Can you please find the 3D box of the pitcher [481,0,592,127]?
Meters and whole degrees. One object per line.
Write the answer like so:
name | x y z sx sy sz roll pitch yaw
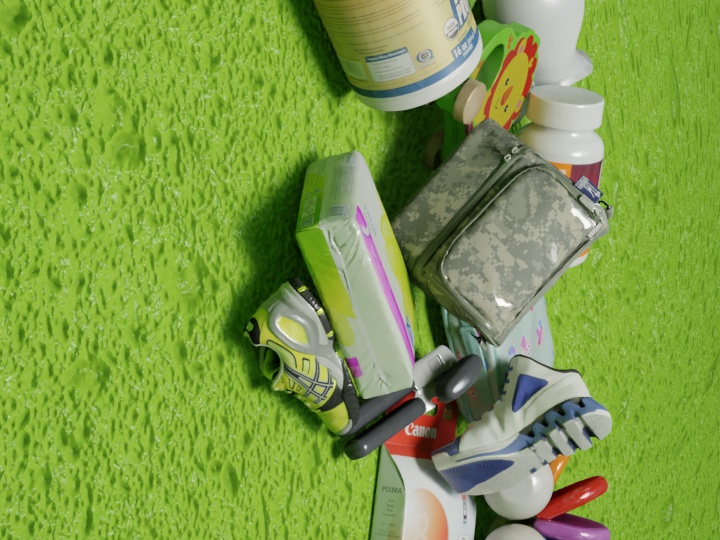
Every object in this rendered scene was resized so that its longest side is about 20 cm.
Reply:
pitcher | 0.198 -0.283 1.736 0.172 0.121 0.201 -49 142 -24

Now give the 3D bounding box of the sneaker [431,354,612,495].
sneaker | 0.173 0.164 1.615 0.081 0.198 0.116 56 14 -46

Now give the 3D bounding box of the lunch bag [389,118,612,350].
lunch bag | 0.147 -0.036 1.535 0.200 0.168 0.139 -47 155 -3

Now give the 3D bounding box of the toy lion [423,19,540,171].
toy lion | 0.142 -0.204 1.612 0.192 0.068 0.201 -55 158 -21

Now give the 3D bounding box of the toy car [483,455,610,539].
toy car | 0.218 0.288 1.702 0.175 0.148 0.202 6 86 -82

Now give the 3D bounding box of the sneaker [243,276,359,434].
sneaker | -0.058 0.092 1.413 0.076 0.075 0.201 -31 131 -10

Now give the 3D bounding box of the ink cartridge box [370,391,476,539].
ink cartridge box | 0.080 0.233 1.622 0.162 0.050 0.202 17 80 -55

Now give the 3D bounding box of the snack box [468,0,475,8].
snack box | 0.071 -0.382 1.574 0.201 0.067 0.170 57 47 -40

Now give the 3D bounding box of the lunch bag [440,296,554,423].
lunch bag | 0.157 0.073 1.699 0.160 0.076 0.202 -40 122 -50

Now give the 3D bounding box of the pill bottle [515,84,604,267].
pill bottle | 0.233 -0.113 1.743 0.109 0.109 0.202 -25 127 -52

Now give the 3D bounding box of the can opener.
can opener | 0.056 0.134 1.545 0.199 0.067 0.054 -31 94 -45

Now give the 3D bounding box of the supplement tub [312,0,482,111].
supplement tub | 0.026 -0.277 1.443 0.145 0.143 0.201 -57 135 -37

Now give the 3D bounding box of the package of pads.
package of pads | 0.000 0.000 1.435 0.155 0.068 0.201 -86 158 -59
